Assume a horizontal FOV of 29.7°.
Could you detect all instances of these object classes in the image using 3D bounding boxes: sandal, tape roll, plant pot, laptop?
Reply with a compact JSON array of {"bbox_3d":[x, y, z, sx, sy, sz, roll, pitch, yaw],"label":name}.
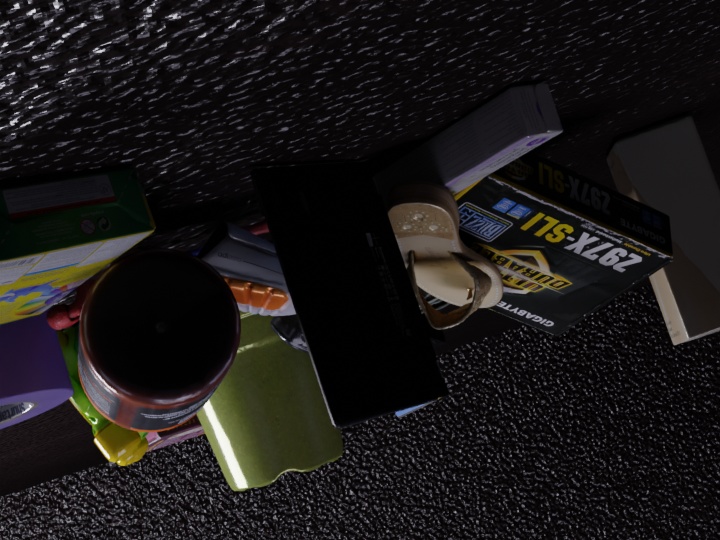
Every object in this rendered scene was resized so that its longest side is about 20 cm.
[{"bbox_3d":[-0.115,-0.011,1.015,0.206,0.060,0.079,13,164,-25],"label":"sandal"},{"bbox_3d":[-0.339,0.089,1.095,0.199,0.085,0.200,-19,171,-3],"label":"tape roll"},{"bbox_3d":[-0.105,0.133,1.476,0.199,0.185,0.200,-18,178,-1],"label":"plant pot"},{"bbox_3d":[-0.020,0.026,1.026,0.116,0.188,0.200,-26,169,38],"label":"laptop"},{"bbox_3d":[0.063,0.011,1.086,0.077,0.070,0.212,-2,153,18],"label":"sandal"}]

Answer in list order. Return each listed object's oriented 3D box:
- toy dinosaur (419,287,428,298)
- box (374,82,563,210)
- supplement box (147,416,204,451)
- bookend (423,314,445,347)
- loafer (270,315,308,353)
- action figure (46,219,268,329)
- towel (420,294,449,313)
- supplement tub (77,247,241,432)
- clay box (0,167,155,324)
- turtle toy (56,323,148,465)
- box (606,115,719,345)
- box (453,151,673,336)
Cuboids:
[{"bbox_3d":[0.000,0.000,1.259,0.199,0.102,0.077,12,113,-43],"label":"toy dinosaur"},{"bbox_3d":[0.070,-0.083,1.032,0.039,0.042,0.200,-11,168,-38],"label":"box"},{"bbox_3d":[-0.199,0.151,1.736,0.199,0.104,0.131,-15,171,-28],"label":"supplement box"},{"bbox_3d":[-0.014,0.072,1.673,0.199,0.093,0.199,-19,170,11],"label":"bookend"},{"bbox_3d":[-0.013,0.045,1.402,0.200,0.068,0.071,0,126,-50],"label":"loafer"},{"bbox_3d":[-0.155,0.021,1.101,0.199,0.065,0.099,-16,158,-17],"label":"action figure"},{"bbox_3d":[0.118,-0.001,1.362,0.192,0.035,0.200,-21,-176,33],"label":"towel"},{"bbox_3d":[-0.147,0.057,0.959,0.106,0.107,0.200,-16,171,-16],"label":"supplement tub"},{"bbox_3d":[-0.230,-0.002,0.866,0.115,0.048,0.200,-14,171,-42],"label":"clay box"},{"bbox_3d":[-0.229,0.095,1.257,0.101,0.146,0.200,-37,174,-10],"label":"turtle toy"},{"bbox_3d":[0.309,-0.037,1.304,0.077,0.201,0.095,-19,171,2],"label":"box"},{"bbox_3d":[0.137,-0.025,1.147,0.199,0.050,0.160,22,141,-25],"label":"box"}]
